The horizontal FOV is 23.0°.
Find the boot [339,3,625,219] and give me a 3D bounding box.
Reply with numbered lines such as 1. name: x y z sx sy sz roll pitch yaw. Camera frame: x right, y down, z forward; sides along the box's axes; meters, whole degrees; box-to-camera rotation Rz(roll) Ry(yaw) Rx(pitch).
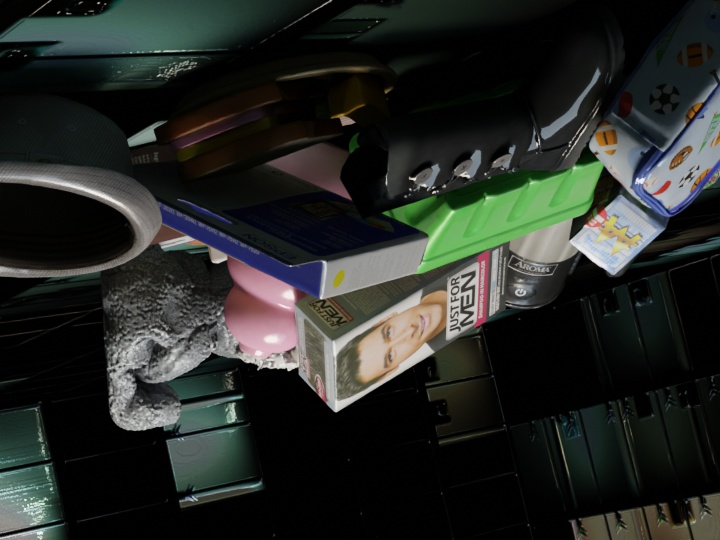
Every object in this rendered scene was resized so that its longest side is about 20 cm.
1. boot: 0.093 -0.123 1.363 0.200 0.066 0.165 -11 140 -25

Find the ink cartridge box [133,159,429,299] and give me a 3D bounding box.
1. ink cartridge box: -0.079 -0.035 1.359 0.197 0.047 0.200 25 -159 27

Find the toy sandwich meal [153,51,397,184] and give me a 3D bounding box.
1. toy sandwich meal: -0.059 -0.112 1.371 0.205 0.070 0.205 -13 173 -2

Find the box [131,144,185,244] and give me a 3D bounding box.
1. box: -0.219 -0.054 1.533 0.199 0.075 0.100 -15 173 2

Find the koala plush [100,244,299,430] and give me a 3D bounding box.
1. koala plush: -0.146 0.041 1.695 0.199 0.178 0.184 -3 151 -7

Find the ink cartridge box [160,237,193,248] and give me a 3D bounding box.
1. ink cartridge box: -0.215 -0.050 1.719 0.099 0.039 0.200 -15 172 10

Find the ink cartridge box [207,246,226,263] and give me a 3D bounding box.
1. ink cartridge box: -0.058 -0.044 1.926 0.199 0.037 0.095 -13 173 19

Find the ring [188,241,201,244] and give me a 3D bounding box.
1. ring: -0.098 -0.062 1.929 0.200 0.019 0.200 -13 172 -2

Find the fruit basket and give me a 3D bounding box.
1. fruit basket: 0.090 -0.090 1.551 0.215 0.156 0.216 -23 170 -4

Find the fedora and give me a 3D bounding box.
1. fedora: -0.239 -0.065 1.244 0.199 0.091 0.177 1 155 -7

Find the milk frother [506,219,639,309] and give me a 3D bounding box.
1. milk frother: 0.203 -0.095 1.831 0.180 0.200 0.188 -3 146 -20

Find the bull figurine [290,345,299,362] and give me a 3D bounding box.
1. bull figurine: 0.000 0.000 1.660 0.065 0.200 0.121 25 -174 12

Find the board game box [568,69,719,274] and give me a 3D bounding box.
1. board game box: 0.268 -0.103 1.582 0.062 0.200 0.200 34 151 -22

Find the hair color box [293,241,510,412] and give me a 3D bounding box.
1. hair color box: 0.039 0.032 1.580 0.200 0.061 0.099 -29 143 -24

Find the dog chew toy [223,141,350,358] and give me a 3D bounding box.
1. dog chew toy: -0.063 -0.019 1.574 0.124 0.200 0.125 20 -174 -2

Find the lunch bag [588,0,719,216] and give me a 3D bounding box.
1. lunch bag: 0.276 -0.140 1.400 0.200 0.076 0.160 -49 154 7
